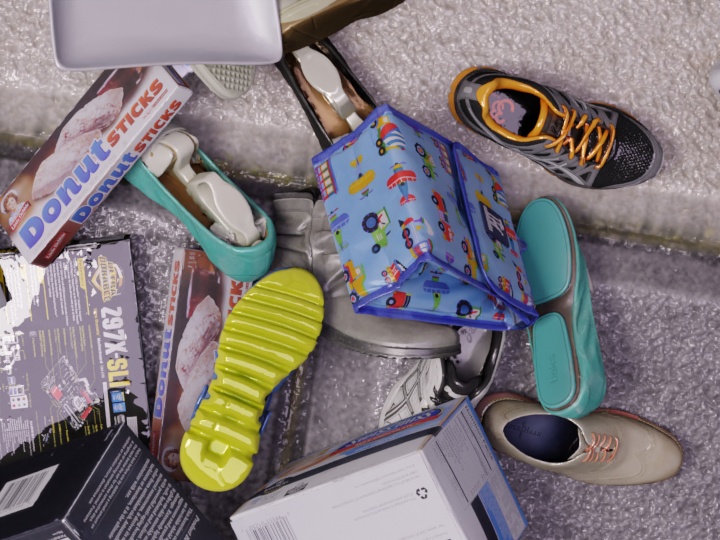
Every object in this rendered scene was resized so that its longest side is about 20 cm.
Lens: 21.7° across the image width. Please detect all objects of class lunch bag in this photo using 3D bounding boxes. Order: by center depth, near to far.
[{"bbox_3d":[0.071,-0.031,1.581,0.094,0.199,0.151,-34,57,32],"label":"lunch bag"}]

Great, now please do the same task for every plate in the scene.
[{"bbox_3d":[-0.166,-0.258,1.500,0.198,0.032,0.202,-6,87,-28],"label":"plate"}]

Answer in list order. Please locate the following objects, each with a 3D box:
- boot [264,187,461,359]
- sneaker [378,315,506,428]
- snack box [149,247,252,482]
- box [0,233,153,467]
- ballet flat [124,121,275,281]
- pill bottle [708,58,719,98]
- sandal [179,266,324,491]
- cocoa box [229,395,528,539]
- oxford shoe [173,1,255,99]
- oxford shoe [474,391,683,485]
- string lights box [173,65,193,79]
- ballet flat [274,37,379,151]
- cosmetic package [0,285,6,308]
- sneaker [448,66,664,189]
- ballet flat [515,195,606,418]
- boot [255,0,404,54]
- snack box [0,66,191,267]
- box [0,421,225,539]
[{"bbox_3d":[0.000,0.000,1.609,0.199,0.068,0.132,13,97,25],"label":"boot"},{"bbox_3d":[0.070,0.108,1.646,0.075,0.088,0.201,20,95,-7],"label":"sneaker"},{"bbox_3d":[-0.139,0.084,1.638,0.071,0.024,0.202,8,89,-31],"label":"snack box"},{"bbox_3d":[-0.268,0.077,1.639,0.158,0.049,0.202,-7,96,-6],"label":"box"},{"bbox_3d":[-0.143,-0.078,1.601,0.200,0.070,0.067,46,56,4],"label":"ballet flat"},{"bbox_3d":[0.405,-0.128,1.634,0.112,0.112,0.200,-41,97,1],"label":"pill bottle"},{"bbox_3d":[-0.095,0.087,1.592,0.079,0.087,0.201,29,88,-4],"label":"sandal"},{"bbox_3d":[0.018,0.214,1.596,0.199,0.131,0.134,-23,98,26],"label":"cocoa box"},{"bbox_3d":[-0.159,-0.226,1.558,0.200,0.058,0.075,52,48,-14],"label":"oxford shoe"},{"bbox_3d":[0.200,0.159,1.662,0.198,0.074,0.071,9,95,-13],"label":"oxford shoe"},{"bbox_3d":[-0.190,-0.261,1.607,0.103,0.059,0.200,-37,97,1],"label":"string lights box"},{"bbox_3d":[-0.013,-0.130,1.627,0.068,0.068,0.200,-39,97,0],"label":"ballet flat"},{"bbox_3d":[-0.431,-0.026,1.554,0.199,0.123,0.201,-17,96,19],"label":"cosmetic package"},{"bbox_3d":[0.173,-0.121,1.637,0.199,0.077,0.079,17,92,-7],"label":"sneaker"},{"bbox_3d":[0.177,0.036,1.652,0.067,0.070,0.202,-18,66,31],"label":"ballet flat"},{"bbox_3d":[-0.031,-0.287,1.605,0.199,0.072,0.155,-28,76,-26],"label":"boot"},{"bbox_3d":[-0.227,-0.099,1.574,0.200,0.024,0.072,-48,60,13],"label":"snack box"},{"bbox_3d":[-0.225,0.255,1.558,0.199,0.124,0.199,-20,117,36],"label":"box"}]
